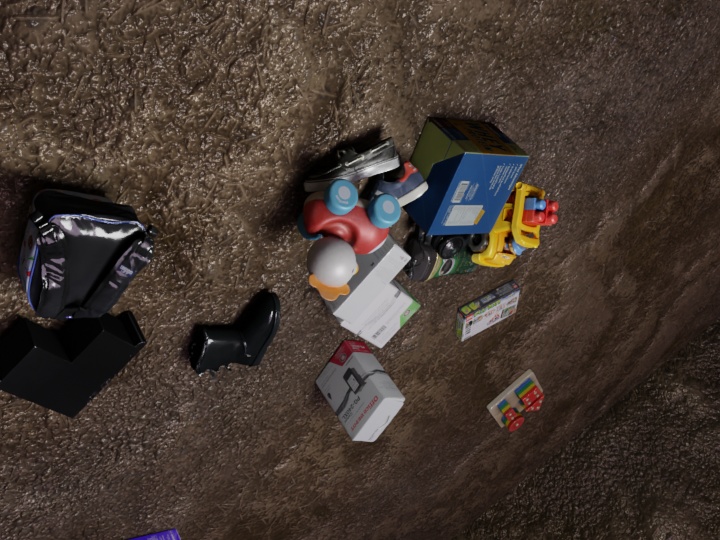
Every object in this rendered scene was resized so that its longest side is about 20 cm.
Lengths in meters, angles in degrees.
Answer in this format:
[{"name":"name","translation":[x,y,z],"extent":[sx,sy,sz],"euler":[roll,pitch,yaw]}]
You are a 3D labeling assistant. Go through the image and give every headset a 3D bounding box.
[{"name":"headset","translation":[0.166,-0.064,1.704],"extent":[0.200,0.122,0.095],"euler":[-43,153,-35]}]

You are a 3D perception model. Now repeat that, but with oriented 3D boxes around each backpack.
[{"name":"backpack","translation":[-0.448,-0.024,1.202],"extent":[0.196,0.154,0.194],"euler":[10,114,-39]}]

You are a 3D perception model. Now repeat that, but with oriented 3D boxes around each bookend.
[{"name":"bookend","translation":[-0.521,0.133,1.345],"extent":[0.199,0.092,0.200],"euler":[-44,142,3]}]

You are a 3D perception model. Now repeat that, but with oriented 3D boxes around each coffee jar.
[{"name":"coffee jar","translation":[0.193,-0.037,1.812],"extent":[0.196,0.086,0.106],"euler":[-9,136,-37]}]

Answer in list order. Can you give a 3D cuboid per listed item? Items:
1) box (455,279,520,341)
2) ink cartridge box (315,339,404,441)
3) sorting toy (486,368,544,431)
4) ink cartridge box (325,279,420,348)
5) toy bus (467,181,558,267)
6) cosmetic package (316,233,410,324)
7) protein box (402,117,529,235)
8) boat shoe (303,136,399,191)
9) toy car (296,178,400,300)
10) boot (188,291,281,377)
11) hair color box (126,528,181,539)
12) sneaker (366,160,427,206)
[{"name":"box","translation":[0.358,0.113,2.154],"extent":[0.196,0.035,0.112],"euler":[-25,141,-20]},{"name":"ink cartridge box","translation":[-0.003,0.295,1.879],"extent":[0.082,0.201,0.147],"euler":[14,119,-47]},{"name":"sorting toy","translation":[0.553,0.464,2.656],"extent":[0.199,0.070,0.199],"euler":[-41,144,0]},{"name":"ink cartridge box","translation":[0.030,0.079,1.785],"extent":[0.146,0.085,0.199],"euler":[-46,143,7]},{"name":"toy bus","translation":[0.357,-0.106,1.752],"extent":[0.134,0.189,0.206],"euler":[8,90,-45]},{"name":"cosmetic package","translation":[0.000,0.000,1.658],"extent":[0.201,0.113,0.081],"euler":[-48,142,7]},{"name":"protein box","translation":[0.213,-0.197,1.625],"extent":[0.196,0.135,0.202],"euler":[-4,131,-38]},{"name":"boat shoe","translation":[-0.022,-0.205,1.475],"extent":[0.195,0.071,0.065],"euler":[-20,107,-13]},{"name":"toy car","translation":[-0.034,-0.035,1.445],"extent":[0.173,0.206,0.184],"euler":[15,159,-21]},{"name":"boot","translation":[-0.265,0.133,1.596],"extent":[0.159,0.074,0.201],"euler":[1,128,-38]},{"name":"hair color box","translation":[-0.562,0.733,1.945],"extent":[0.197,0.065,0.111],"euler":[1,128,-44]},{"name":"sneaker","translation":[0.040,-0.156,1.579],"extent":[0.197,0.086,0.075],"euler":[-30,-173,18]}]
